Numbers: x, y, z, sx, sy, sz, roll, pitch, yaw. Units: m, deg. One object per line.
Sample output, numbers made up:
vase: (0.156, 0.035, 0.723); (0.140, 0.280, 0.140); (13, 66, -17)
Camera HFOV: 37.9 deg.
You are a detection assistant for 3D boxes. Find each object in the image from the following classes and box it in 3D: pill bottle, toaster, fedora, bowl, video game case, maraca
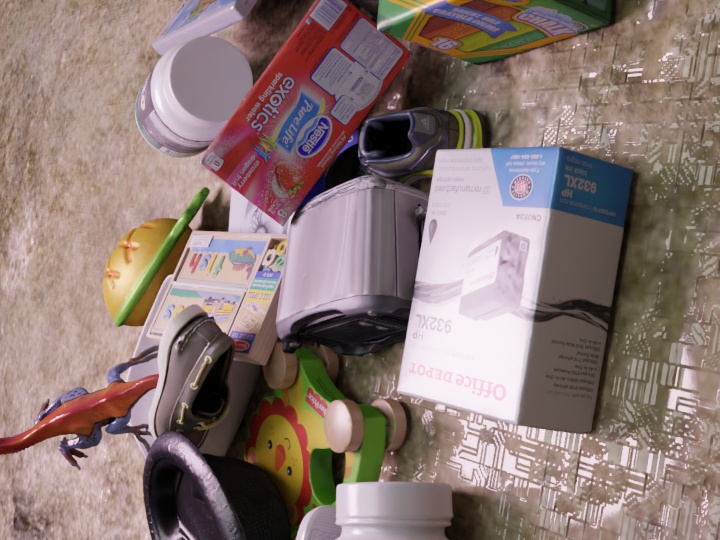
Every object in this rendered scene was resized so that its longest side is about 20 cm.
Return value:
pill bottle: (0.025, 0.273, 0.838); (0.114, 0.113, 0.202); (-17, 68, 51)
toaster: (0.000, 0.000, 0.947); (0.200, 0.113, 0.130); (-21, 59, 51)
fedora: (-0.133, 0.244, 1.025); (0.200, 0.091, 0.202); (17, 112, 50)
bowl: (-0.189, 0.128, 1.202); (0.200, 0.074, 0.201); (45, 116, 49)
video game case: (-0.149, -0.345, 1.235); (0.199, 0.022, 0.183); (-4, 51, 53)
maraca: (-0.245, -0.016, 1.288); (0.201, 0.107, 0.137); (-55, 11, 9)
pill bottle: (-0.194, -0.201, 1.221); (0.200, 0.112, 0.114); (171, 107, -69)

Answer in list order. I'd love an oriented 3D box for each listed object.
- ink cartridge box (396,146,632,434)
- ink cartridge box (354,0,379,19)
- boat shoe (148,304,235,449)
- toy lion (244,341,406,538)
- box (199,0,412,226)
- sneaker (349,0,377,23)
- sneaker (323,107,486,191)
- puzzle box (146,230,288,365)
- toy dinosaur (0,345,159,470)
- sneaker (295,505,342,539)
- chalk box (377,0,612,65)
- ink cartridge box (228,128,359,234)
ink cartridge box: (0.115, 0.012, 0.809); (0.145, 0.083, 0.202); (8, 88, 54)
ink cartridge box: (0.031, -0.336, 0.951); (0.047, 0.160, 0.202); (7, 87, 25)
boat shoe: (-0.162, 0.122, 1.032); (0.060, 0.072, 0.203); (33, 136, 20)
toy lion: (-0.051, 0.180, 1.020); (0.200, 0.068, 0.193); (34, 116, 51)
box: (-0.051, -0.153, 0.983); (0.200, 0.099, 0.096); (-53, 7, 6)
sneaker: (-0.035, -0.221, 1.078); (0.201, 0.077, 0.086); (-57, 34, 2)
sneaker: (0.022, -0.112, 0.969); (0.199, 0.081, 0.074); (-19, 66, 50)
puzzle box: (-0.140, 0.024, 1.094); (0.199, 0.025, 0.134); (3, 67, 49)
toy dinosaur: (-0.271, 0.160, 1.126); (0.181, 0.200, 0.106); (-27, 88, 39)
sneaker: (-0.057, 0.308, 0.959); (0.118, 0.073, 0.202); (2, 94, 54)
chalk box: (0.123, -0.255, 0.833); (0.199, 0.124, 0.125); (-5, 77, 54)
ink cartridge box: (-0.078, -0.084, 1.133); (0.199, 0.040, 0.201); (-13, 71, 51)
